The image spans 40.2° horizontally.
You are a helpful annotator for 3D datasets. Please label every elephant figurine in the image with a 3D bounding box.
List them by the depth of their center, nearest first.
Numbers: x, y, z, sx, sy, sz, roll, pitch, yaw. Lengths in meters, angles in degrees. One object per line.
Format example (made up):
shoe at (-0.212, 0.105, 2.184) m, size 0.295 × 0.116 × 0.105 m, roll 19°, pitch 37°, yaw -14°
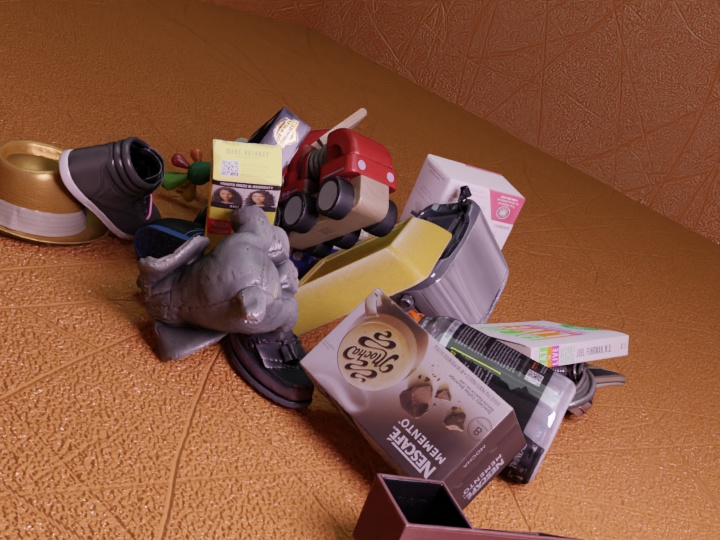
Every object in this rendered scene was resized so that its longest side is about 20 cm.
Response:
elephant figurine at (-0.170, 0.025, 1.011) m, size 0.196 × 0.144 × 0.155 m, roll -12°, pitch -24°, yaw 13°

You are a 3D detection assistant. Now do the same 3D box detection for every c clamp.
c clamp at (0.202, 0.127, 1.215) m, size 0.197 × 0.028 × 0.170 m, roll 5°, pitch 18°, yaw 32°

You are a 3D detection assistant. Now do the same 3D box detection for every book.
book at (0.217, 0.093, 1.199) m, size 0.198 × 0.049 × 0.132 m, roll -2°, pitch 5°, yaw -44°

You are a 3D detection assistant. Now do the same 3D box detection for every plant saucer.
plant saucer at (0.000, 0.000, 1.180) m, size 0.049 × 0.197 × 0.200 m, roll 62°, pitch 20°, yaw -9°

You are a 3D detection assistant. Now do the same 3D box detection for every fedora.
fedora at (-0.385, -0.101, 1.176) m, size 0.197 × 0.083 × 0.201 m, roll 21°, pitch 19°, yaw -7°

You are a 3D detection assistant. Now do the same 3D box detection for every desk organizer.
desk organizer at (0.093, 0.231, 0.825) m, size 0.197 × 0.078 × 0.072 m, roll 13°, pitch 20°, yaw -27°

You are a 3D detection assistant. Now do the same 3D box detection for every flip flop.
flip flop at (0.256, 0.161, 1.242) m, size 0.198 × 0.059 × 0.080 m, roll -17°, pitch 19°, yaw -38°

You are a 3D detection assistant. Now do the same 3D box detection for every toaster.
toaster at (0.119, 0.000, 1.310) m, size 0.112 × 0.130 × 0.201 m, roll -5°, pitch 40°, yaw 41°

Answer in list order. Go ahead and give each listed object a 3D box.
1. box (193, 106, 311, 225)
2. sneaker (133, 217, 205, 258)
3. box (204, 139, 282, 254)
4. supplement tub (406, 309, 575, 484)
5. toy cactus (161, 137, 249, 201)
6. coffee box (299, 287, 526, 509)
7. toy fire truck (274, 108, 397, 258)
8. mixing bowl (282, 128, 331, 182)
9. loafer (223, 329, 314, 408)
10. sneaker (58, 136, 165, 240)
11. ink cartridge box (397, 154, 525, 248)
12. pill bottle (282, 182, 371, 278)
box at (-0.145, -0.115, 1.261) m, size 0.046 × 0.160 × 0.200 m, roll 35°, pitch -11°, yaw -13°
sneaker at (-0.176, -0.014, 1.202) m, size 0.197 × 0.071 × 0.078 m, roll 26°, pitch 24°, yaw 10°
box at (-0.130, -0.062, 1.058) m, size 0.074 × 0.201 × 0.051 m, roll 4°, pitch 62°, yaw -11°
supplement tub at (0.120, 0.130, 1.060) m, size 0.198 × 0.124 × 0.122 m, roll 28°, pitch 19°, yaw 14°
toy cactus at (-0.188, -0.150, 1.444) m, size 0.196 × 0.104 × 0.165 m, roll 9°, pitch -23°, yaw -19°
coffee box at (0.049, 0.127, 0.948) m, size 0.200 × 0.113 × 0.080 m, roll 42°, pitch -11°, yaw 35°
toy fire truck at (-0.027, -0.131, 1.219) m, size 0.127 × 0.204 × 0.175 m, roll 18°, pitch -24°, yaw -39°
mixing bowl at (-0.041, -0.136, 1.478) m, size 0.201 × 0.107 × 0.201 m, roll 54°, pitch 12°, yaw -17°
loafer at (-0.105, 0.070, 1.061) m, size 0.071 × 0.064 × 0.200 m, roll 8°, pitch 24°, yaw -36°
sneaker at (-0.267, -0.094, 1.189) m, size 0.097 × 0.072 × 0.200 m, roll -11°, pitch -23°, yaw 15°
ink cartridge box at (0.129, -0.048, 1.437) m, size 0.144 × 0.202 × 0.085 m, roll 10°, pitch 27°, yaw -30°
pill bottle at (-0.031, -0.039, 1.354) m, size 0.197 × 0.121 × 0.120 m, roll 14°, pitch 20°, yaw -21°
